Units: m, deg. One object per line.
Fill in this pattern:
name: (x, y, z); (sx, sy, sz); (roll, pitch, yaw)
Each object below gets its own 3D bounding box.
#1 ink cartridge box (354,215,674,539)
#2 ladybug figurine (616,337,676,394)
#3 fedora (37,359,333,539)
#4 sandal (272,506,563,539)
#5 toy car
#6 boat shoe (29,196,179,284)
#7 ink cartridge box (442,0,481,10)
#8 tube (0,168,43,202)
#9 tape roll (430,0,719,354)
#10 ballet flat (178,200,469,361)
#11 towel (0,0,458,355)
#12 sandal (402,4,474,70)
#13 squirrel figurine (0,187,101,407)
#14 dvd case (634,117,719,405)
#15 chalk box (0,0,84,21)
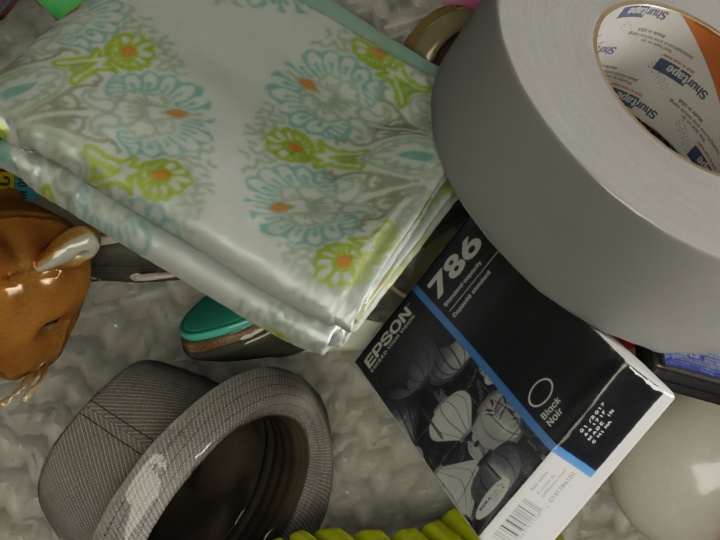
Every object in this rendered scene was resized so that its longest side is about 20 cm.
ink cartridge box: (0.057, 0.041, 0.703); (0.039, 0.200, 0.100); (34, 98, -30)
ladybug figurine: (0.110, 0.039, 0.775); (0.200, 0.136, 0.072); (-21, 90, 24)
fedora: (-0.100, 0.117, 0.782); (0.090, 0.200, 0.177); (31, 77, 25)
sandal: (0.019, 0.183, 0.808); (0.200, 0.079, 0.087); (-3, 115, -26)
toy car: (0.209, 0.113, 0.806); (0.200, 0.177, 0.185); (31, 111, 21)
boat shoe: (-0.082, -0.015, 0.746); (0.200, 0.067, 0.057); (-7, 122, 18)
ink cartridge box: (0.141, -0.139, 0.764); (0.200, 0.037, 0.095); (-4, 135, 7)
tube: (-0.146, -0.040, 0.806); (0.200, 0.050, 0.078); (2, 92, 3)
tape roll: (0.134, -0.061, 0.676); (0.200, 0.200, 0.066); (31, 135, -6)
ballet flat: (0.000, 0.000, 0.788); (0.200, 0.068, 0.068); (-38, 119, -12)
towel: (-0.049, -0.066, 0.669); (0.200, 0.171, 0.048); (30, 136, 10)
sandal: (0.096, -0.058, 0.769); (0.200, 0.054, 0.080); (42, 81, -35)
squirrel figurine: (-0.211, -0.008, 0.651); (0.186, 0.141, 0.200); (-20, 111, -28)
dvd case: (0.192, -0.008, 0.730); (0.142, 0.200, 0.018); (15, 135, -13)
chalk box: (-0.194, -0.204, 0.737); (0.200, 0.124, 0.124); (41, 95, -8)
